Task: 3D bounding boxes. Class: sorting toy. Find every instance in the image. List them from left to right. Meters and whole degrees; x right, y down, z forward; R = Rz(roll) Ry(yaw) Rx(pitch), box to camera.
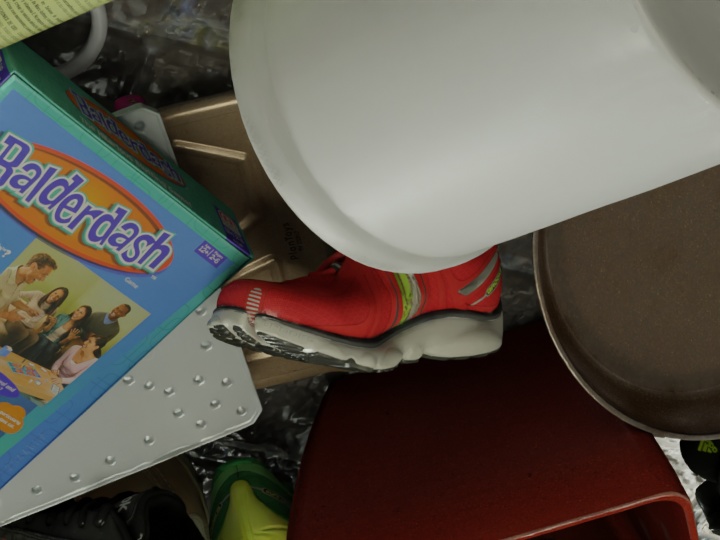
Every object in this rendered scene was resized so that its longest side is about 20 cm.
[{"bbox_3d":[-0.109,-0.003,0.950,0.199,0.037,0.185,-11,130,5],"label":"sorting toy"}]

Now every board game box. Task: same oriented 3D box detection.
[{"bbox_3d":[-0.170,0.011,0.836,0.200,0.045,0.152,-41,128,11],"label":"board game box"},{"bbox_3d":[-0.165,0.030,0.898,0.199,0.026,0.200,-21,129,-7],"label":"board game box"}]

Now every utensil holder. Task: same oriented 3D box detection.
[{"bbox_3d":[0.074,-0.101,0.757,0.170,0.170,0.200,34,147,-31],"label":"utensil holder"}]

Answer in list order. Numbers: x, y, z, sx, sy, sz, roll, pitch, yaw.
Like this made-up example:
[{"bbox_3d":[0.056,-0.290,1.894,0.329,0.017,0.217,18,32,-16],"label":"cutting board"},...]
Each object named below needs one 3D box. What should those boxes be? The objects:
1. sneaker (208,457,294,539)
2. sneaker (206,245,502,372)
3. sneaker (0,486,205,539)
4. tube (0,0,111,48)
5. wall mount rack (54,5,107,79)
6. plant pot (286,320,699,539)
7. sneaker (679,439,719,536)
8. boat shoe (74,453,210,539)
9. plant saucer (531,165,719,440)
[{"bbox_3d":[-0.041,0.164,1.072,0.074,0.084,0.200,-14,149,-1],"label":"sneaker"},{"bbox_3d":[0.000,0.000,0.904,0.200,0.077,0.085,-5,102,-55],"label":"sneaker"},{"bbox_3d":[-0.140,0.145,0.980,0.200,0.071,0.098,22,107,22],"label":"sneaker"},{"bbox_3d":[-0.130,-0.119,0.749,0.200,0.058,0.052,-20,114,6],"label":"tube"},{"bbox_3d":[-0.177,-0.142,0.794,0.200,0.075,0.174,27,117,-29],"label":"wall mount rack"},{"bbox_3d":[0.070,0.146,1.005,0.199,0.176,0.200,-16,129,4],"label":"plant pot"},{"bbox_3d":[0.220,0.083,1.044,0.087,0.074,0.200,-15,135,-5],"label":"sneaker"},{"bbox_3d":[-0.116,0.164,1.061,0.072,0.065,0.200,-14,130,2],"label":"boat shoe"},{"bbox_3d":[0.165,-0.018,0.925,0.200,0.032,0.201,-3,97,-24],"label":"plant saucer"}]
